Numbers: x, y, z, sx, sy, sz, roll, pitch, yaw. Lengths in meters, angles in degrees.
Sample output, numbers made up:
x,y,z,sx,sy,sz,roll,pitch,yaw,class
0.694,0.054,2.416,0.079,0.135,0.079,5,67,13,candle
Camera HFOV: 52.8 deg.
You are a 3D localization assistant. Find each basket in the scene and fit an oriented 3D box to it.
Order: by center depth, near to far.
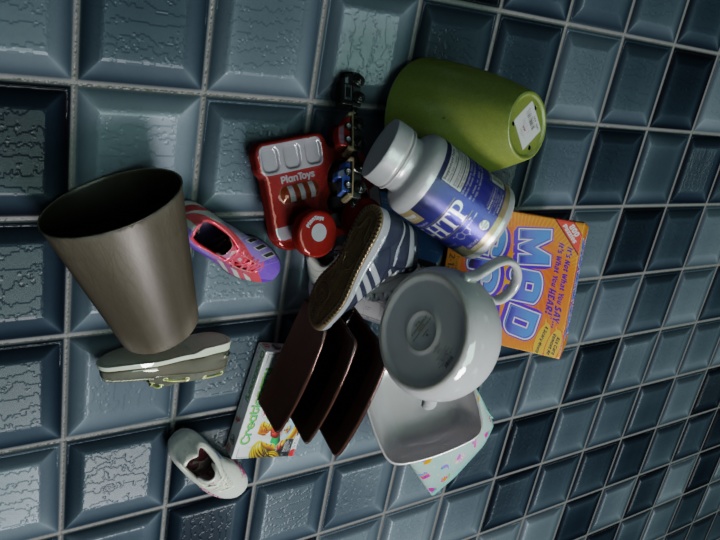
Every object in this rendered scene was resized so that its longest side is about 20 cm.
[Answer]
x,y,z,sx,sy,sz,roll,pitch,yaw,class
-0.286,-0.005,0.933,0.177,0.137,0.203,-19,129,-11,basket

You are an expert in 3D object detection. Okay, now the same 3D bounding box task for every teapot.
x,y,z,sx,sy,sz,roll,pitch,yaw,class
0.133,0.091,1.037,0.144,0.198,0.202,13,71,-43,teapot

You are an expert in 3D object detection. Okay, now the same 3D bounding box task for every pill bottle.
x,y,z,sx,sy,sz,roll,pitch,yaw,class
0.105,-0.116,1.007,0.198,0.120,0.121,31,95,-18,pill bottle

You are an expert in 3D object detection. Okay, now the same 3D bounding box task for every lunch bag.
x,y,z,sx,sy,sz,roll,pitch,yaw,class
0.165,0.311,1.435,0.199,0.122,0.172,-38,129,-6,lunch bag

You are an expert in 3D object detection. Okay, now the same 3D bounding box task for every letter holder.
x,y,z,sx,sy,sz,roll,pitch,yaw,class
-0.057,0.172,1.116,0.099,0.142,0.203,9,117,-37,letter holder

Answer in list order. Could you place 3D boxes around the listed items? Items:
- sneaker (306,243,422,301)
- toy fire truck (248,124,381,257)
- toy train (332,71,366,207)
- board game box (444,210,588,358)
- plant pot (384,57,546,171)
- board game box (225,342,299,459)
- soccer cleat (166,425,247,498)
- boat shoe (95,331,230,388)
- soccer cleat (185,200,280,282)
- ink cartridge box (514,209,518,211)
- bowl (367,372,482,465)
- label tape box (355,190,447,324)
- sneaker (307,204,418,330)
x,y,z,sx,sy,sz,roll,pitch,yaw,class
0.000,0.000,1.119,0.075,0.196,0.083,-48,130,-57,sneaker
-0.058,-0.120,1.060,0.197,0.111,0.172,-17,107,-29,toy fire truck
-0.017,-0.189,1.030,0.045,0.034,0.205,5,75,-22,toy train
0.248,0.008,1.172,0.199,0.196,0.205,-5,105,-70,board game box
0.167,-0.220,1.074,0.185,0.198,0.192,-11,107,-40,plant pot
-0.141,0.220,1.218,0.124,0.035,0.204,7,109,-38,board game box
-0.240,0.330,1.170,0.070,0.086,0.201,-43,131,-8,soccer cleat
-0.280,0.138,1.049,0.199,0.072,0.062,-8,113,-37,boat shoe
-0.182,-0.028,1.032,0.199,0.073,0.069,36,91,-42,soccer cleat
0.273,-0.006,1.351,0.146,0.082,0.203,8,109,-54,ink cartridge box
0.107,0.235,1.315,0.196,0.075,0.204,-17,81,-4,bowl
0.064,-0.009,1.169,0.063,0.142,0.204,-34,136,-57,label tape box
0.009,0.007,1.041,0.107,0.070,0.202,13,115,-45,sneaker
